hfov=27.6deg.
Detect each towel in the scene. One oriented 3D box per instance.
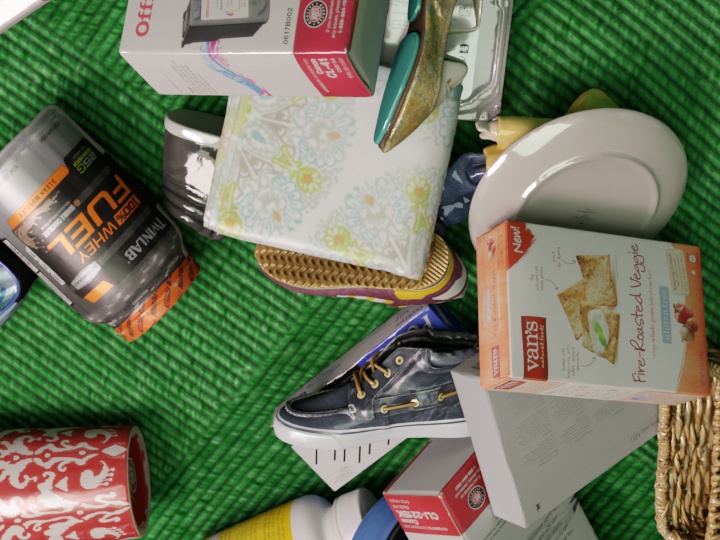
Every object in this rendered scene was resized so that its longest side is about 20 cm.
[{"bbox_3d":[-0.025,-0.097,1.241,0.198,0.048,0.173,13,92,4],"label":"towel"}]

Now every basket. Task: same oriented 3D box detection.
[{"bbox_3d":[0.360,0.176,1.310,0.148,0.143,0.201,-8,113,-16],"label":"basket"}]

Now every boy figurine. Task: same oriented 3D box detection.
[{"bbox_3d":[0.138,-0.099,1.274,0.199,0.065,0.124,-25,142,13],"label":"boy figurine"}]

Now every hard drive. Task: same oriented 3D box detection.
[{"bbox_3d":[0.063,-0.231,1.250,0.139,0.038,0.201,7,112,2],"label":"hard drive"}]

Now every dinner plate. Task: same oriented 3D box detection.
[{"bbox_3d":[0.192,-0.055,1.267,0.199,0.024,0.201,-8,137,-8],"label":"dinner plate"}]

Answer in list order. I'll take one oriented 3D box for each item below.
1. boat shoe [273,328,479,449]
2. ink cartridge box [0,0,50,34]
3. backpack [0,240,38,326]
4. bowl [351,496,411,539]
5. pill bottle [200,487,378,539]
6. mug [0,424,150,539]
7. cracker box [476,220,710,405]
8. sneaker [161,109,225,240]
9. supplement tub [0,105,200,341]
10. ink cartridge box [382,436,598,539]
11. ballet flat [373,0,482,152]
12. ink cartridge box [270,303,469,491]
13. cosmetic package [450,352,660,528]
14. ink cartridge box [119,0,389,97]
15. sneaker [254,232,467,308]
[{"bbox_3d":[0.018,0.103,1.327,0.199,0.071,0.092,-5,114,-2],"label":"boat shoe"},{"bbox_3d":[-0.343,-0.268,1.248,0.199,0.083,0.147,-30,107,16],"label":"ink cartridge box"},{"bbox_3d":[-0.419,0.015,1.338,0.183,0.147,0.200,42,113,-9],"label":"backpack"},{"bbox_3d":[0.067,0.305,1.390,0.039,0.200,0.202,-6,117,48],"label":"bowl"},{"bbox_3d":[-0.070,0.287,1.434,0.199,0.111,0.112,-26,108,14],"label":"pill bottle"},{"bbox_3d":[-0.310,0.217,1.442,0.198,0.178,0.134,-6,75,3],"label":"mug"},{"bbox_3d":[0.198,0.039,1.244,0.199,0.058,0.135,6,73,-22],"label":"cracker box"},{"bbox_3d":[-0.090,-0.069,1.317,0.199,0.071,0.100,19,115,3],"label":"sneaker"},{"bbox_3d":[-0.246,-0.039,1.312,0.122,0.123,0.200,-41,104,19],"label":"supplement tub"},{"bbox_3d":[0.131,0.243,1.371,0.083,0.144,0.201,-9,116,49],"label":"ink cartridge box"},{"bbox_3d":[0.062,-0.189,1.185,0.070,0.071,0.202,12,86,0],"label":"ballet flat"},{"bbox_3d":[0.019,0.115,1.391,0.200,0.044,0.094,-39,105,18],"label":"ink cartridge box"},{"bbox_3d":[0.186,0.112,1.310,0.199,0.052,0.152,-29,111,-28],"label":"cosmetic package"},{"bbox_3d":[-0.081,-0.222,1.184,0.198,0.086,0.149,3,73,17],"label":"ink cartridge box"},{"bbox_3d":[0.000,0.000,1.332,0.199,0.090,0.075,9,74,26],"label":"sneaker"}]
